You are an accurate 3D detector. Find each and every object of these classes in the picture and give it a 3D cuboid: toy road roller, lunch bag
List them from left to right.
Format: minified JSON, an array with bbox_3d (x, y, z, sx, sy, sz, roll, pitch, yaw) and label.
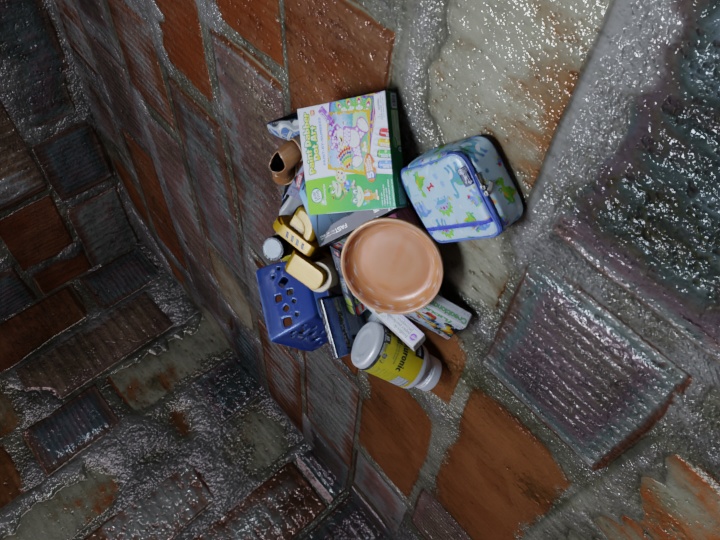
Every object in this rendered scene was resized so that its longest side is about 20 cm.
[{"bbox_3d":[-0.115,-0.061,1.419,0.199,0.123,0.147,37,111,10],"label":"toy road roller"},{"bbox_3d":[0.163,-0.125,1.011,0.162,0.082,0.199,60,157,-15],"label":"lunch bag"}]

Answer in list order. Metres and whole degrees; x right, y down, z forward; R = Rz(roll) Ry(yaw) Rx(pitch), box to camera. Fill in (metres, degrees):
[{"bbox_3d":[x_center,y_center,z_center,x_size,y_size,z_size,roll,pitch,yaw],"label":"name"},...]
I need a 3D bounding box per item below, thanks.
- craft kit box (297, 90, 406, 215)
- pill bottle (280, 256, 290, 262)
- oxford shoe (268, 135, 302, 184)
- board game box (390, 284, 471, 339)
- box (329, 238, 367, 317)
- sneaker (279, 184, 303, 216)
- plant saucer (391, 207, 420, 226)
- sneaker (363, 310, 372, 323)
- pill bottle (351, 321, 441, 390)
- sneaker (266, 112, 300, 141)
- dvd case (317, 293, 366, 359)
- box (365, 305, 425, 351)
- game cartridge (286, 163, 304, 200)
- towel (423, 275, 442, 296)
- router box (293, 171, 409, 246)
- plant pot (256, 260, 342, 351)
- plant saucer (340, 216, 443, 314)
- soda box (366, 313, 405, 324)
[{"bbox_3d":[-0.018,-0.207,1.116,0.196,0.048,0.202,-1,99,37],"label":"craft kit box"},{"bbox_3d":[-0.143,-0.073,1.598,0.112,0.111,0.200,53,155,6],"label":"pill bottle"},{"bbox_3d":[-0.175,-0.233,1.356,0.072,0.071,0.200,55,159,2],"label":"oxford shoe"},{"bbox_3d":[0.120,0.070,1.276,0.199,0.035,0.126,29,160,1],"label":"board game box"},{"bbox_3d":[0.000,0.000,1.426,0.035,0.110,0.201,28,143,41],"label":"box"},{"bbox_3d":[-0.135,-0.211,1.464,0.073,0.113,0.200,23,135,-27],"label":"sneaker"},{"bbox_3d":[0.061,-0.088,1.278,0.200,0.051,0.201,41,151,29],"label":"plant saucer"},{"bbox_3d":[0.031,0.177,1.632,0.086,0.077,0.201,42,153,20],"label":"sneaker"},{"bbox_3d":[0.087,0.205,1.422,0.199,0.112,0.111,28,166,-25],"label":"pill bottle"},{"bbox_3d":[-0.143,-0.303,1.355,0.199,0.075,0.078,19,133,55],"label":"sneaker"},{"bbox_3d":[-0.035,0.126,1.471,0.017,0.200,0.144,-18,85,24],"label":"dvd case"},{"bbox_3d":[0.059,0.095,1.357,0.200,0.039,0.041,42,172,23],"label":"box"},{"bbox_3d":[-0.072,-0.191,1.323,0.129,0.039,0.200,29,150,-10],"label":"game cartridge"},{"bbox_3d":[0.076,0.013,1.287,0.199,0.024,0.153,18,157,28],"label":"towel"},{"bbox_3d":[-0.021,-0.153,1.192,0.199,0.062,0.151,-25,87,35],"label":"router box"},{"bbox_3d":[-0.127,0.076,1.574,0.200,0.179,0.202,27,-136,-59],"label":"plant pot"},{"bbox_3d":[0.061,-0.011,1.171,0.198,0.038,0.202,7,118,13],"label":"plant saucer"},{"bbox_3d":[0.079,0.096,1.457,0.068,0.063,0.200,49,155,10],"label":"soda box"}]
